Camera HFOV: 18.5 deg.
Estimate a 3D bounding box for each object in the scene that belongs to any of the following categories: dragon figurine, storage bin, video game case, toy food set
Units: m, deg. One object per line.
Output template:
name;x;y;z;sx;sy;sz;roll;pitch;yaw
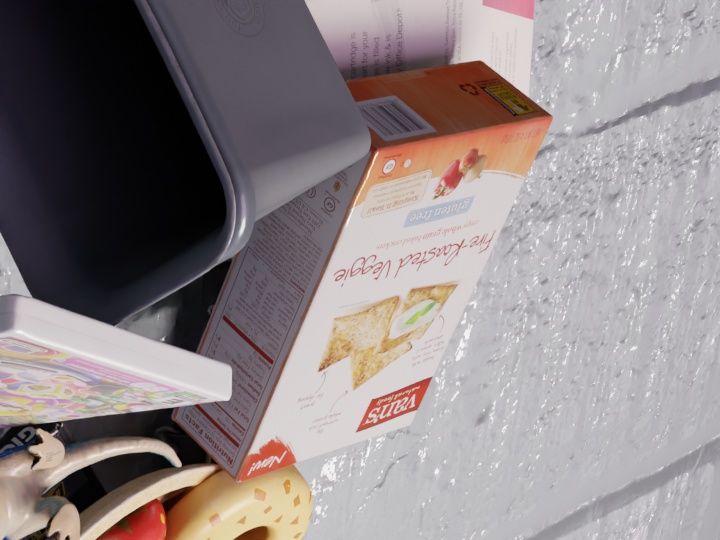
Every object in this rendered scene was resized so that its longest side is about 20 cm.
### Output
dragon figurine;-0.183;0.110;1.024;0.200;0.099;0.059;-31;108;-42
storage bin;-0.095;-0.088;0.947;0.145;0.200;0.134;-29;175;38
video game case;-0.176;0.045;0.946;0.143;0.200;0.018;23;64;-54
toy food set;-0.116;0.183;1.130;0.200;0.049;0.198;-17;136;-49

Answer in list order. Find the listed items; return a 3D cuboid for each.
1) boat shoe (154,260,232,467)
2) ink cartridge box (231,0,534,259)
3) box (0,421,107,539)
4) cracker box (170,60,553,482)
boat shoe;-0.079;0.080;1.206;0.063;0.073;0.200;13;118;-8
ink cartridge box;-0.007;-0.110;1.110;0.200;0.083;0.147;-29;135;-34
box;-0.202;0.189;1.131;0.200;0.050;0.199;-44;141;-19
cracker box;0.000;0.000;1.084;0.134;0.058;0.200;-15;138;-47
